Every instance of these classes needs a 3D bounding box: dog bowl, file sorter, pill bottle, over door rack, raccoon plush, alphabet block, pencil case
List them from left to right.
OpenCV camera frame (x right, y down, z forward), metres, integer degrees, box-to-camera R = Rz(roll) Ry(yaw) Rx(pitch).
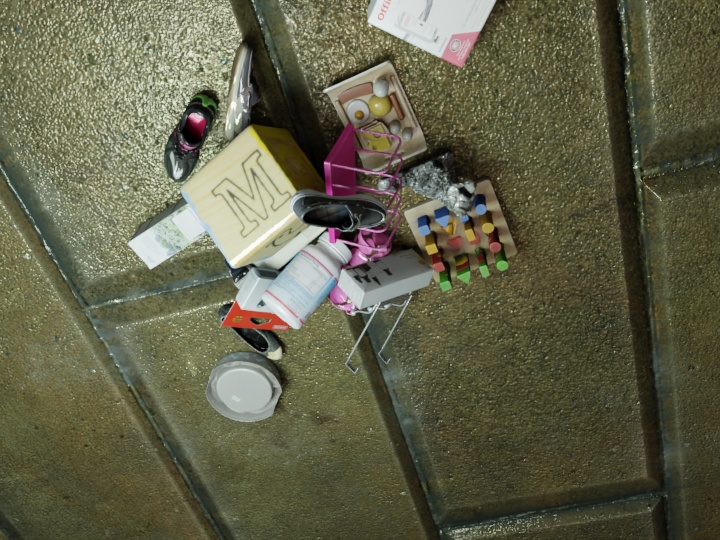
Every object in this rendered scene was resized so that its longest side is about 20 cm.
[{"bbox_3d":[-0.294,0.293,1.821,0.197,0.059,0.202,2,122,2],"label":"dog bowl"},{"bbox_3d":[-0.197,-0.149,1.417,0.199,0.195,0.197,-37,88,18],"label":"alphabet block"},{"bbox_3d":[-0.110,0.018,1.528,0.200,0.108,0.109,-49,114,-12],"label":"pill bottle"},{"bbox_3d":[0.000,0.000,1.601,0.090,0.094,0.201,10,125,-25],"label":"pencil case"},{"bbox_3d":[0.013,-0.162,1.422,0.124,0.140,0.201,13,135,14],"label":"file sorter"},{"bbox_3d":[0.035,0.125,1.639,0.066,0.147,0.202,28,111,32],"label":"over door rack"},{"bbox_3d":[0.148,-0.160,1.486,0.199,0.096,0.135,-15,102,44],"label":"raccoon plush"}]

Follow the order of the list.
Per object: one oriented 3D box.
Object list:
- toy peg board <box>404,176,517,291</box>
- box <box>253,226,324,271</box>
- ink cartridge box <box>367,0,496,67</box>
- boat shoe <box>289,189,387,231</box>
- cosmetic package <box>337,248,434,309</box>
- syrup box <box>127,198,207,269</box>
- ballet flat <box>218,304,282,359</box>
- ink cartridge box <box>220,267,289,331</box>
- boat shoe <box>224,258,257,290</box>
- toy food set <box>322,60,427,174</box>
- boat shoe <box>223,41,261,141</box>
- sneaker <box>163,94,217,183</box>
[{"bbox_3d":[0.222,-0.065,1.547,0.198,0.098,0.200,-20,119,14],"label":"toy peg board"},{"bbox_3d":[-0.158,-0.081,1.572,0.199,0.069,0.082,-37,112,23],"label":"box"},{"bbox_3d":[0.127,-0.484,1.295,0.198,0.083,0.147,21,121,-11],"label":"ink cartridge box"},{"bbox_3d":[-0.031,-0.101,1.297,0.198,0.067,0.070,9,125,-33],"label":"boat shoe"},{"bbox_3d":[0.057,0.014,1.519,0.199,0.083,0.051,-17,141,-36],"label":"cosmetic package"},{"bbox_3d":[-0.406,-0.094,1.568,0.199,0.082,0.079,-29,115,20],"label":"syrup box"},{"bbox_3d":[-0.271,0.159,1.735,0.066,0.057,0.200,-39,113,24],"label":"ballet flat"},{"bbox_3d":[-0.196,0.081,1.626,0.199,0.044,0.174,9,122,-43],"label":"ink cartridge box"},{"bbox_3d":[-0.234,0.023,1.648,0.074,0.093,0.200,-38,143,3],"label":"boat shoe"},{"bbox_3d":[0.032,-0.303,1.427,0.142,0.061,0.201,-21,119,15],"label":"toy food set"},{"bbox_3d":[-0.228,-0.349,1.410,0.064,0.072,0.202,6,120,-16],"label":"boat shoe"},{"bbox_3d":[-0.358,-0.264,1.457,0.076,0.084,0.201,22,120,-11],"label":"sneaker"}]
